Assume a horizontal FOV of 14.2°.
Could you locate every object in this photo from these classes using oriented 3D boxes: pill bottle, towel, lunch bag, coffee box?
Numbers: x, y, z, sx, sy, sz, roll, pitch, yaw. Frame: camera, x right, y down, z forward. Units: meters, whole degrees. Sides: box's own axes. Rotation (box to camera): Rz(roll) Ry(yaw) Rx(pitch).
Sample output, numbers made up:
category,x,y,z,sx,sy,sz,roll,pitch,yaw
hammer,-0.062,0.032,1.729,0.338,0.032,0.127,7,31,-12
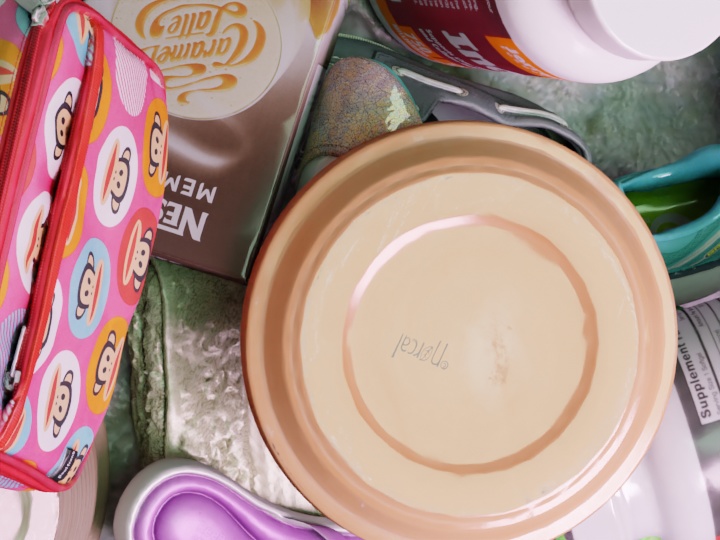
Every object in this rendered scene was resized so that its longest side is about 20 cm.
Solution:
category,x,y,z,sx,sy,sz,roll,pitch,yaw
pill bottle,0.091,-0.147,1.362,0.113,0.200,0.113,-4,99,-26
towel,-0.042,0.079,1.419,0.148,0.036,0.200,-8,101,-27
pill bottle,0.186,0.069,1.384,0.200,0.116,0.116,-17,106,-1
lunch bag,-0.151,-0.016,1.190,0.176,0.082,0.200,43,57,-70
coffee box,-0.072,-0.103,1.332,0.114,0.080,0.200,17,89,1

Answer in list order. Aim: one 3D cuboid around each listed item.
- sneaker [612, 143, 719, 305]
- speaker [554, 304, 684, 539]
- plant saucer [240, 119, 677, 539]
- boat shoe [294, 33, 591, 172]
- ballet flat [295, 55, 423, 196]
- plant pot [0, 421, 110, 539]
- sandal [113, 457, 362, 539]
category,x,y,z,sx,sy,sz,roll,pitch,yaw
sneaker,0.106,-0.013,1.427,0.200,0.078,0.080,-22,149,-16
speaker,0.122,0.113,1.479,0.088,0.088,0.200,32,82,-27
plant saucer,0.047,0.032,1.297,0.200,0.032,0.200,0,92,-9
boat shoe,0.024,-0.072,1.416,0.200,0.062,0.073,13,91,-28
ballet flat,0.000,0.000,1.342,0.067,0.068,0.200,-41,134,-45
plant pot,-0.199,0.102,1.310,0.201,0.093,0.201,-4,99,-25
sandal,-0.031,0.154,1.389,0.203,0.050,0.082,24,91,-32
